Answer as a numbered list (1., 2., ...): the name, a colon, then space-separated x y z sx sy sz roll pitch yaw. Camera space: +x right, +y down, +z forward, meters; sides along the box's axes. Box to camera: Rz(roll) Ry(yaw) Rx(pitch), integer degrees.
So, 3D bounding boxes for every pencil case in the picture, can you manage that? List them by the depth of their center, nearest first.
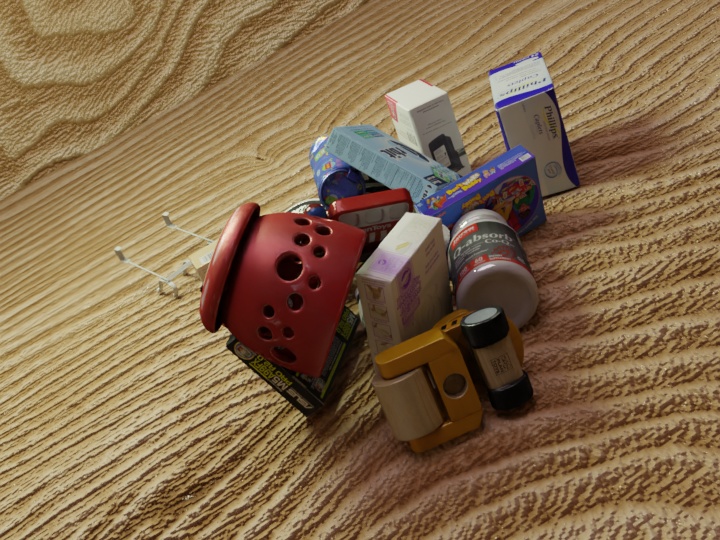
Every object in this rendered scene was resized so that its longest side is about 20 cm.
1. pencil case: -0.041 -0.170 1.558 0.087 0.078 0.201 -46 24 13

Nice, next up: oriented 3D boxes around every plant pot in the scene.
1. plant pot: -0.102 0.016 1.183 0.180 0.202 0.201 20 34 -2

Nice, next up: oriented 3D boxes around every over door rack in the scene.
1. over door rack: -0.392 -0.028 1.903 0.199 0.067 0.148 28 55 33

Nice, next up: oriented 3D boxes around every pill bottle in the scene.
1. pill bottle: 0.185 -0.004 1.319 0.114 0.117 0.201 -20 27 10

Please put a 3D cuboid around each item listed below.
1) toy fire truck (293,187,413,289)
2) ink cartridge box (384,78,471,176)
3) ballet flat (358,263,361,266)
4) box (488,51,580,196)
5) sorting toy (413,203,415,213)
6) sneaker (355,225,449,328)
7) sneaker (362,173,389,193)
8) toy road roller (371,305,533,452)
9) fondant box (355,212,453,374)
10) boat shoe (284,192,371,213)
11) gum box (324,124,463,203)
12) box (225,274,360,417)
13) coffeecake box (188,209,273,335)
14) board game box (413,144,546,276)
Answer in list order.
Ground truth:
1. toy fire truck: -0.025 -0.051 1.316 0.197 0.169 0.113 -9 58 -6
2. ink cartridge box: 0.131 -0.237 1.697 0.083 0.202 0.145 -24 26 -6
3. ballet flat: 0.000 0.000 1.469 0.069 0.198 0.064 171 115 -73
4. box: 0.300 -0.252 1.591 0.104 0.186 0.201 -17 27 13
5. sorting toy: 0.053 -0.076 1.618 0.198 0.070 0.199 -26 27 -3
6. sneaker: 0.070 0.013 1.390 0.200 0.076 0.081 -50 23 25
7. sneaker: 0.018 -0.173 1.663 0.198 0.074 0.080 -19 25 12
8. toy road roller: 0.113 0.124 1.156 0.198 0.124 0.146 -24 12 -2
9. fondant box: 0.066 0.046 1.231 0.058 0.202 0.145 11 42 30
10. boat shoe: -0.058 -0.083 1.574 0.197 0.075 0.061 -9 25 14
11. gum box: 0.060 -0.177 1.511 0.199 0.045 0.170 32 20 14
12. box: -0.094 0.091 1.339 0.044 0.160 0.201 -37 17 35
13. coffeecake box: -0.158 0.032 1.456 0.152 0.202 0.073 -30 26 -10
14. board game box: 0.193 -0.091 1.442 0.198 0.135 0.045 -29 41 -9
